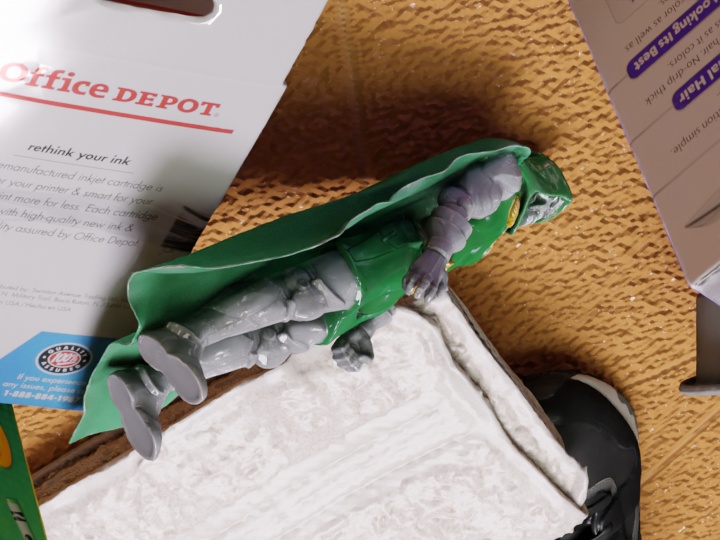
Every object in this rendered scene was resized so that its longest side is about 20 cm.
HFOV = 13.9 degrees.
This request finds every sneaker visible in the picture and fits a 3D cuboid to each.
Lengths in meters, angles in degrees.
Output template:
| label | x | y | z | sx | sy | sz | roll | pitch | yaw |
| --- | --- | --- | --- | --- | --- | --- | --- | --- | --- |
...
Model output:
| label | x | y | z | sx | sy | sz | roll | pitch | yaw |
| --- | --- | --- | --- | --- | --- | --- | --- | --- | --- |
| sneaker | 0.094 | 0.124 | 1.203 | 0.076 | 0.088 | 0.200 | -19 | 139 | -1 |

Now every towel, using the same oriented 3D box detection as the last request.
| label | x | y | z | sx | sy | sz | roll | pitch | yaw |
| --- | --- | --- | --- | --- | --- | --- | --- | --- | --- |
| towel | -0.022 | 0.090 | 1.128 | 0.200 | 0.035 | 0.133 | -31 | 117 | 15 |

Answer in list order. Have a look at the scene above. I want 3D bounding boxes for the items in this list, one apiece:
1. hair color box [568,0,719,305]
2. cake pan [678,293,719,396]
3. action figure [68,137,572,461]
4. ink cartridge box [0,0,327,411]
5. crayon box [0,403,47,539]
| label | x | y | z | sx | sy | sz | roll | pitch | yaw |
| --- | --- | --- | --- | --- | --- | --- | --- | --- | --- |
| hair color box | 0.130 | -0.081 | 0.907 | 0.109 | 0.200 | 0.065 | -40 | 129 | 21 |
| cake pan | 0.212 | 0.009 | 1.086 | 0.200 | 0.037 | 0.200 | -11 | 180 | 0 |
| action figure | 0.000 | 0.000 | 1.013 | 0.200 | 0.055 | 0.118 | -28 | 168 | -36 |
| ink cartridge box | -0.104 | -0.049 | 0.950 | 0.116 | 0.068 | 0.200 | 8 | 133 | -30 |
| crayon box | -0.162 | 0.141 | 1.032 | 0.119 | 0.200 | 0.058 | -39 | 137 | 20 |
